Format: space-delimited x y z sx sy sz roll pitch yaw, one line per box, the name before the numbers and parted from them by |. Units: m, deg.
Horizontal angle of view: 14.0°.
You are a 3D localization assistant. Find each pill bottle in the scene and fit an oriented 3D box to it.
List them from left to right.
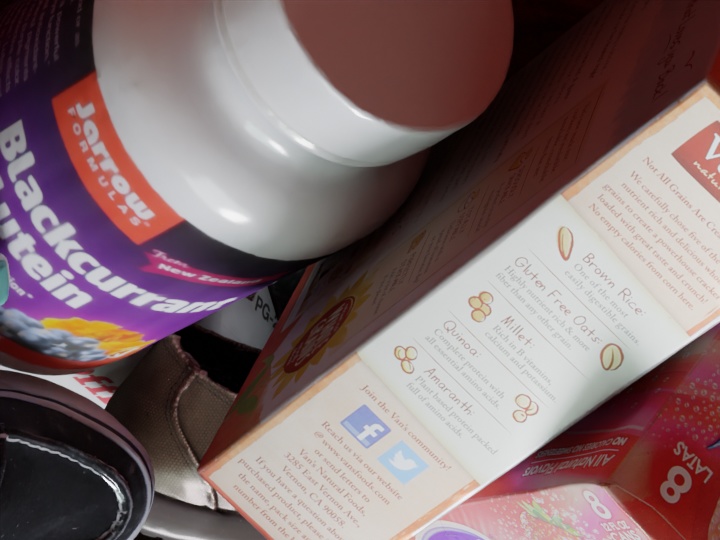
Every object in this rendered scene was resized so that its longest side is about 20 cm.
pill bottle | -0.048 -0.046 0.846 0.111 0.112 0.200 22 151 -30

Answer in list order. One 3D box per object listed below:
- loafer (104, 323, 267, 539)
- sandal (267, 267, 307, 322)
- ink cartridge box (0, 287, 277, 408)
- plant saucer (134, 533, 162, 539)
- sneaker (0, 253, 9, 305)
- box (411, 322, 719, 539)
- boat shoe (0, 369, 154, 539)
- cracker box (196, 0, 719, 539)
loafer | 0.010 0.060 0.968 0.199 0.073 0.071 8 120 -23
sandal | 0.000 0.000 0.991 0.075 0.045 0.201 2 138 -5
ink cartridge box | -0.137 0.024 1.050 0.199 0.084 0.145 -6 152 26
plant saucer | -0.012 0.105 1.059 0.199 0.201 0.030 -2 137 17
sneaker | -0.166 -0.062 0.820 0.077 0.201 0.091 -24 -154 -29
box | 0.076 0.066 0.840 0.095 0.103 0.200 46 157 -12
boat shoe | -0.136 0.066 0.844 0.199 0.072 0.068 12 -170 -39
cracker box | 0.055 -0.012 0.798 0.058 0.134 0.200 43 126 -11
